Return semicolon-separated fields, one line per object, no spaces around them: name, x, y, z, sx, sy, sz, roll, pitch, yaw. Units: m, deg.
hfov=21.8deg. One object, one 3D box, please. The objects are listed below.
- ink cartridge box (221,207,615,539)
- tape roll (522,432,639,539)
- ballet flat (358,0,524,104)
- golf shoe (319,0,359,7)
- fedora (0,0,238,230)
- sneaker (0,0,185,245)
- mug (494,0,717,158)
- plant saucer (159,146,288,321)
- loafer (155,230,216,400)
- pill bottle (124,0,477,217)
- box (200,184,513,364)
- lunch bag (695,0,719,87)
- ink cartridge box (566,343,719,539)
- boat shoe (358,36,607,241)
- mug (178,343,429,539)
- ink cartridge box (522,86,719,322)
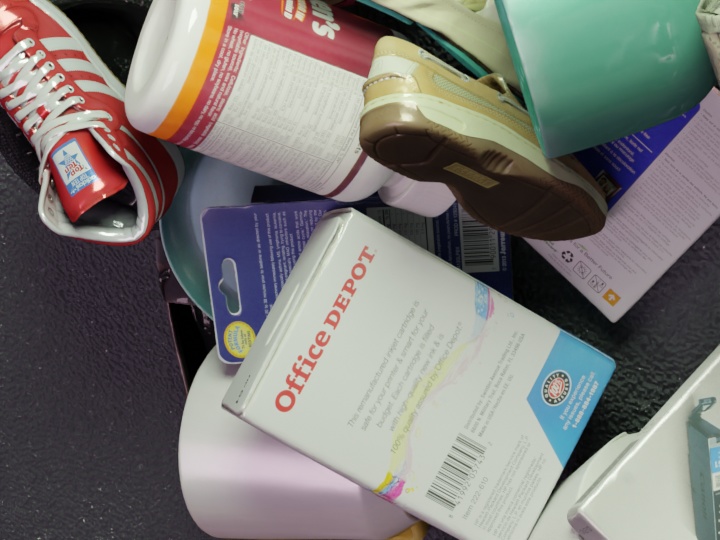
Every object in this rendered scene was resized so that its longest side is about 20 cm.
ink cartridge box;0.033;0.070;1.169;0.200;0.145;0.085;30;174;-13
tape roll;0.181;0.221;1.179;0.203;0.203;0.139;45;133;3
ballet flat;0.047;-0.163;1.095;0.200;0.070;0.069;26;145;-37
golf shoe;-0.015;-0.191;1.141;0.200;0.092;0.073;-16;104;37
fedora;-0.157;-0.128;1.260;0.200;0.092;0.201;-2;123;-4
sneaker;-0.193;-0.097;1.147;0.200;0.113;0.071;42;111;-15
mug;0.128;-0.162;1.004;0.114;0.186;0.152;-17;153;5
plant saucer;-0.033;-0.035;1.245;0.199;0.027;0.201;2;118;4
loafer;-0.110;0.026;1.355;0.072;0.063;0.201;6;119;32
pill bottle;-0.031;-0.105;1.122;0.199;0.110;0.110;18;135;-20
box;0.000;0.000;1.228;0.199;0.032;0.122;-3;118;4
lunch bag;0.251;-0.086;0.948;0.117;0.200;0.164;-5;113;37
ink cartridge box;0.250;0.131;1.090;0.176;0.200;0.045;43;168;4
boat shoe;0.078;-0.078;1.076;0.072;0.076;0.200;-17;151;34
mug;-0.015;0.123;1.317;0.153;0.186;0.150;5;90;28
ink cartridge box;0.177;-0.061;1.125;0.095;0.037;0.200;44;135;6
